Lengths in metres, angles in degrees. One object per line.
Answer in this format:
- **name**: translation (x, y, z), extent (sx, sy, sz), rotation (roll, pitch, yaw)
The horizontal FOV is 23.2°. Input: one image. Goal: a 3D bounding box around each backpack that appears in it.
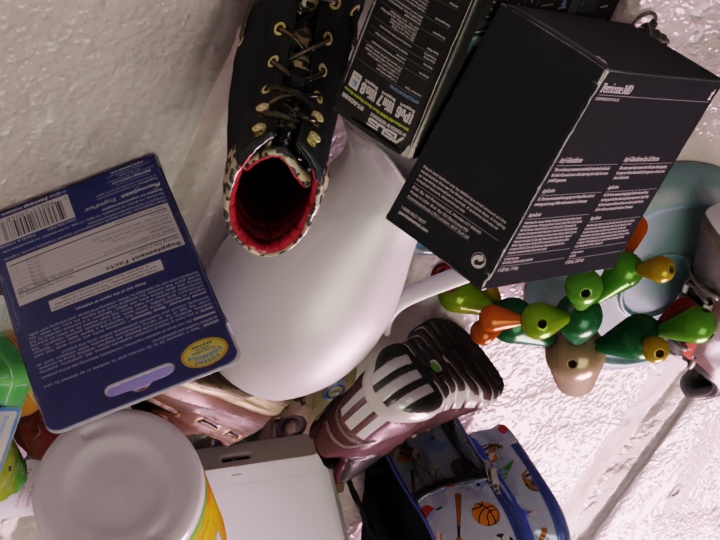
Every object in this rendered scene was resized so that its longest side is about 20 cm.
- **backpack**: translation (0.077, 0.223, 1.352), extent (0.154, 0.191, 0.200), rotation (-14, 134, -9)

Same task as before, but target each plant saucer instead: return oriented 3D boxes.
- **plant saucer**: translation (0.223, 0.006, 1.350), extent (0.200, 0.027, 0.200), rotation (-12, 132, -14)

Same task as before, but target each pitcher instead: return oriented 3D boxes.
- **pitcher**: translation (0.000, 0.000, 1.165), extent (0.171, 0.121, 0.200), rotation (26, 118, -27)

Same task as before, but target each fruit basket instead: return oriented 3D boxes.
- **fruit basket**: translation (-0.222, 0.099, 1.176), extent (0.200, 0.094, 0.185), rotation (4, 118, -39)

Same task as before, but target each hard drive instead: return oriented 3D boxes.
- **hard drive**: translation (-0.076, 0.211, 1.348), extent (0.132, 0.026, 0.200), rotation (-8, 128, 4)

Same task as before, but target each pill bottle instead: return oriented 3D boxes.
- **pill bottle**: translation (-0.150, 0.179, 1.200), extent (0.111, 0.111, 0.200), rotation (-21, 156, -7)

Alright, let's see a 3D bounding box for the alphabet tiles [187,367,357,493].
- **alphabet tiles**: translation (-0.086, 0.135, 1.332), extent (0.166, 0.006, 0.200), rotation (-9, 131, -18)

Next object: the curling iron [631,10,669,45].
- **curling iron**: translation (0.113, -0.143, 1.167), extent (0.200, 0.026, 0.050), rotation (-11, 169, -11)

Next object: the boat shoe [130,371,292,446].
- **boat shoe**: translation (-0.123, 0.082, 1.186), extent (0.068, 0.072, 0.200), rotation (-49, 148, 10)

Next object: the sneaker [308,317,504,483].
- **sneaker**: translation (0.022, 0.098, 1.273), extent (0.116, 0.076, 0.200), rotation (-41, 164, 21)

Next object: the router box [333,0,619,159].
- **router box**: translation (0.084, -0.157, 1.024), extent (0.200, 0.062, 0.150), rotation (-21, 140, -54)

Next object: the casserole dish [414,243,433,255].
- **casserole dish**: translation (0.097, -0.065, 1.224), extent (0.200, 0.039, 0.121), rotation (-9, 131, -17)

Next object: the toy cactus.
- **toy cactus**: translation (0.154, 0.035, 1.281), extent (0.200, 0.102, 0.165), rotation (-2, 150, 4)

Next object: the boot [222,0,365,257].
- **boot**: translation (-0.034, -0.123, 1.026), extent (0.073, 0.154, 0.204), rotation (12, 126, -10)

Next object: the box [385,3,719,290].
- **box**: translation (0.119, -0.073, 1.028), extent (0.141, 0.079, 0.200), rotation (-59, 157, 19)

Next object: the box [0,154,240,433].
- **box**: translation (-0.152, 0.018, 1.065), extent (0.121, 0.200, 0.032), rotation (-21, 134, -7)

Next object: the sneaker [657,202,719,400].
- **sneaker**: translation (0.266, 0.037, 1.330), extent (0.082, 0.077, 0.200), rotation (-19, 133, -1)
